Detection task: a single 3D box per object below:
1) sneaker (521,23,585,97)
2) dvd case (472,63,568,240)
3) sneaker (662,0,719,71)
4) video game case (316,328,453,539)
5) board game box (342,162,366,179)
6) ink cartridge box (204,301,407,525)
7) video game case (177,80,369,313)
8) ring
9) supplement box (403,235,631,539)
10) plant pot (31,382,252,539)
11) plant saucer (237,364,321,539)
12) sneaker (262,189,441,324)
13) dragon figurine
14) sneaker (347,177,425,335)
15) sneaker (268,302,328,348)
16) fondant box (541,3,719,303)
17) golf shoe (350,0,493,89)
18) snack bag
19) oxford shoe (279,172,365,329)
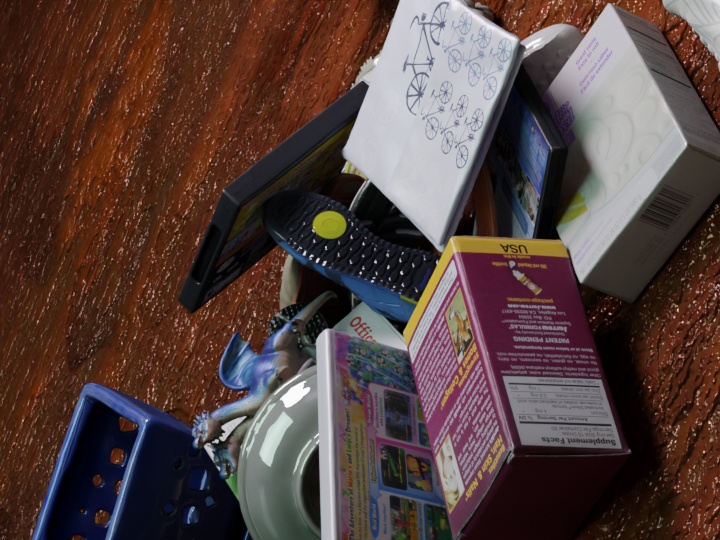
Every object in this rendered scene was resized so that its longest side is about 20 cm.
[{"bbox_3d":[0.128,-0.160,1.649,0.200,0.076,0.081,-45,32,40],"label":"sneaker"},{"bbox_3d":[0.129,-0.056,1.543,0.143,0.017,0.201,-111,22,-50],"label":"dvd case"},{"bbox_3d":[0.282,-0.178,1.386,0.200,0.075,0.082,35,112,62],"label":"sneaker"},{"bbox_3d":[0.050,0.154,1.469,0.024,0.181,0.201,-47,36,45],"label":"video game case"},{"bbox_3d":[-0.003,-0.077,1.830,0.199,0.032,0.121,-24,80,53],"label":"board game box"},{"bbox_3d":[-0.022,0.142,1.629,0.200,0.084,0.146,-40,33,-2],"label":"ink cartridge box"},{"bbox_3d":[-0.077,-0.067,1.711,0.200,0.025,0.181,-41,-12,-36],"label":"video game case"},{"bbox_3d":[0.082,-0.068,1.610,0.200,0.019,0.202,167,90,-74],"label":"ring"},{"bbox_3d":[0.115,0.090,1.424,0.131,0.102,0.201,116,149,-47],"label":"supplement box"},{"bbox_3d":[-0.199,0.243,1.867,0.200,0.179,0.202,14,85,63],"label":"plant pot"},{"bbox_3d":[-0.002,0.174,1.528,0.050,0.199,0.202,-149,80,-83],"label":"plant saucer"},{"bbox_3d":[0.000,0.000,1.627,0.066,0.199,0.079,-57,-13,-29],"label":"sneaker"},{"bbox_3d":[-0.085,0.087,1.624,0.099,0.059,0.201,-16,41,32],"label":"dragon figurine"},{"bbox_3d":[0.013,-0.026,1.722,0.116,0.075,0.202,-103,17,-59],"label":"sneaker"},{"bbox_3d":[-0.025,0.125,1.761,0.073,0.080,0.201,-23,56,5],"label":"sneaker"},{"bbox_3d":[0.206,-0.095,1.478,0.145,0.058,0.201,-55,30,28],"label":"fondant box"},{"bbox_3d":[0.056,-0.174,1.787,0.200,0.078,0.098,-46,42,40],"label":"golf shoe"},{"bbox_3d":[0.055,-0.142,1.560,0.200,0.021,0.190,47,123,51],"label":"snack bag"},{"bbox_3d":[-0.044,-0.018,1.819,0.074,0.070,0.201,54,134,44],"label":"oxford shoe"}]
